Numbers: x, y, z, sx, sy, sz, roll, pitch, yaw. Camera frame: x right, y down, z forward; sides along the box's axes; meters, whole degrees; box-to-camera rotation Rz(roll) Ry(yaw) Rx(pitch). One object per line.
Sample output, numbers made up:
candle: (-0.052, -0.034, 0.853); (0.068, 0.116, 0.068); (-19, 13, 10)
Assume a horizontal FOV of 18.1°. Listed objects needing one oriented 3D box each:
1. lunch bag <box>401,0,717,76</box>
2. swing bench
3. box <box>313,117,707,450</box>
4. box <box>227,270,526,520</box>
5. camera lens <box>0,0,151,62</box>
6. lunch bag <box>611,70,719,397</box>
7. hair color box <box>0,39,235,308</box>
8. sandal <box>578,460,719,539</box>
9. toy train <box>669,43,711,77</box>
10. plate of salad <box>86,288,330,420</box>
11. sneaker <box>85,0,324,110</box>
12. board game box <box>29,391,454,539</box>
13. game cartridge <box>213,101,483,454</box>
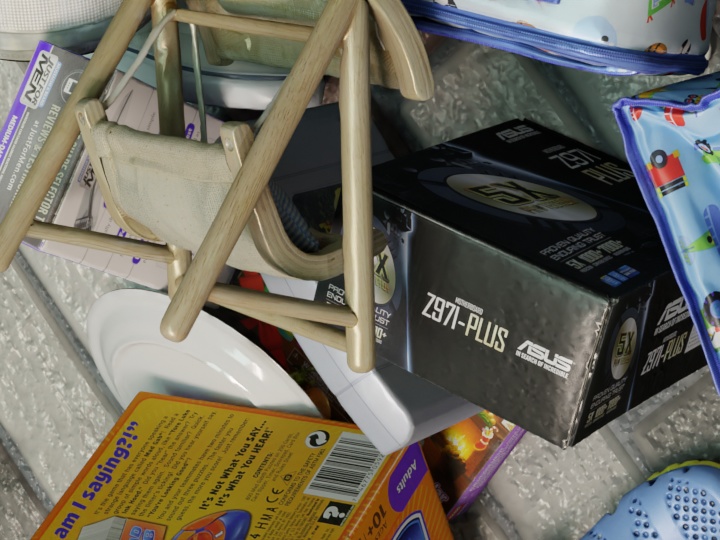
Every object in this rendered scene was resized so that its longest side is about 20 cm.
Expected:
lunch bag: (0.076, -0.148, 1.152); (0.199, 0.160, 0.076); (15, 102, 23)
swing bench: (-0.073, -0.072, 1.138); (0.198, 0.129, 0.201); (18, 96, 54)
box: (0.098, 0.000, 1.212); (0.163, 0.200, 0.087); (26, 115, 26)
box: (0.022, 0.034, 1.363); (0.200, 0.039, 0.137); (44, 119, 17)
camera lens: (-0.190, -0.233, 1.297); (0.159, 0.160, 0.201); (21, 133, 27)
lunch bag: (0.217, -0.006, 1.165); (0.094, 0.150, 0.202); (-9, 95, 33)
hair color box: (-0.133, -0.052, 1.331); (0.065, 0.200, 0.110); (23, 90, 27)
sandal: (0.141, 0.179, 1.294); (0.200, 0.087, 0.080); (-41, 76, 30)
toy train: (0.146, -0.207, 1.224); (0.149, 0.056, 0.201); (18, 109, 28)
plate of salad: (-0.085, 0.079, 1.405); (0.199, 0.048, 0.201); (28, 148, 19)
sneaker: (-0.108, -0.147, 1.386); (0.199, 0.073, 0.071); (18, 108, 26)
board game box: (-0.069, 0.220, 1.325); (0.199, 0.200, 0.201); (7, 134, 31)
game cartridge: (0.000, 0.000, 1.268); (0.041, 0.133, 0.201); (-35, 81, 37)
